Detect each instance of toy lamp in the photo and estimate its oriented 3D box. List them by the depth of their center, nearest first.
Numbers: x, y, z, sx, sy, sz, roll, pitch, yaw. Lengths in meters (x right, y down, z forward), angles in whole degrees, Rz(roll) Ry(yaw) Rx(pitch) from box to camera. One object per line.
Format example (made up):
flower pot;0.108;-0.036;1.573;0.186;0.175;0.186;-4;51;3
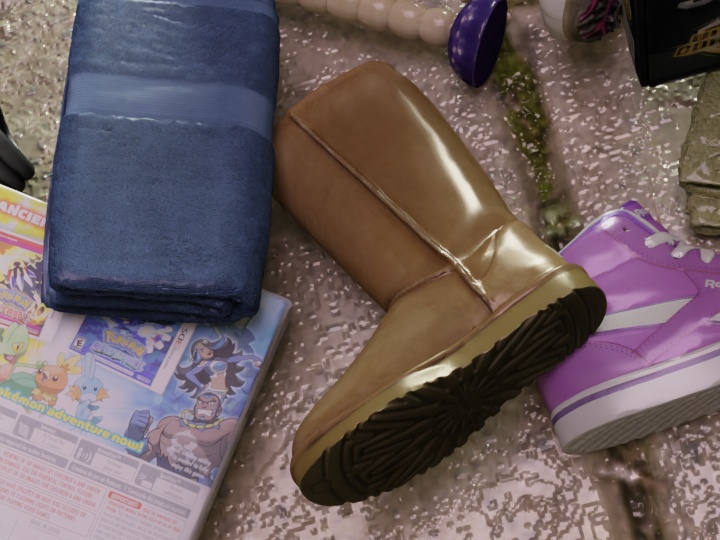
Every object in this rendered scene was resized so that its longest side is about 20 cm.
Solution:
toy lamp;-0.019;-0.153;0.763;0.199;0.058;0.058;21;74;16

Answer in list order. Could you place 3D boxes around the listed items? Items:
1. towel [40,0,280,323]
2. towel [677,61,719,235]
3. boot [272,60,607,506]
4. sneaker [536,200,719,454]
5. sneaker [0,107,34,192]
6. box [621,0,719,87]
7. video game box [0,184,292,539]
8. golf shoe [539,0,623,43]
towel;-0.099;-0.066;0.693;0.111;0.049;0.201;5;60;-7
towel;0.251;-0.102;0.699;0.148;0.037;0.201;11;73;16
boot;0.000;0.000;0.672;0.175;0.066;0.200;-31;51;-12
sneaker;0.176;0.005;0.653;0.200;0.073;0.115;-16;65;5
sneaker;-0.268;-0.085;0.782;0.200;0.071;0.099;40;79;16
box;0.219;-0.163;0.623;0.199;0.159;0.046;-14;68;7
video game box;-0.159;0.064;0.686;0.199;0.047;0.183;22;76;2
golf shoe;0.117;-0.207;0.751;0.092;0.073;0.201;4;60;19
